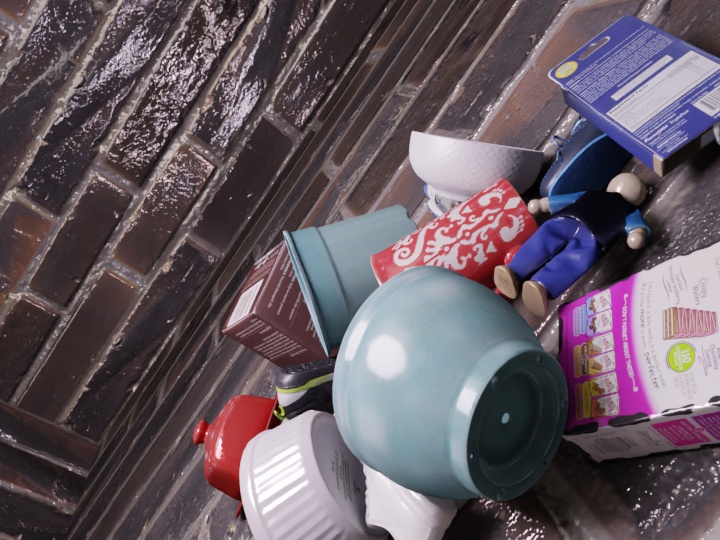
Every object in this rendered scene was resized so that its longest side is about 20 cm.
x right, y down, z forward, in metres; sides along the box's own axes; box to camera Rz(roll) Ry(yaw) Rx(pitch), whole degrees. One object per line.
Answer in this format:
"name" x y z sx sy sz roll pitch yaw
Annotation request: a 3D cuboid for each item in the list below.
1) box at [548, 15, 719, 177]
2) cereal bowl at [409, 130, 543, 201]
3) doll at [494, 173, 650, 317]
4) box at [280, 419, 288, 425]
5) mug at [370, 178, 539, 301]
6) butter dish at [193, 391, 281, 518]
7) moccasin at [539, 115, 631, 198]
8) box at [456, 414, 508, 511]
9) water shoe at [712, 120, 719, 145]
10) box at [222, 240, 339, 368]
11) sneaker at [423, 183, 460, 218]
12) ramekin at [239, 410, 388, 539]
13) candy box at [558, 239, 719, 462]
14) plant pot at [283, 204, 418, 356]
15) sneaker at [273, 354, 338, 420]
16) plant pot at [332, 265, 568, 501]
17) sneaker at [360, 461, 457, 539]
"box" 0.312 -0.201 0.576 0.120 0.032 0.202 -35 48 9
"cereal bowl" 0.163 -0.147 0.768 0.200 0.194 0.086 -129 44 -67
"doll" 0.229 -0.043 0.555 0.198 0.049 0.136 -37 40 -14
"box" -0.084 0.271 0.843 0.204 0.077 0.094 -62 23 -11
"mug" 0.136 0.003 0.667 0.197 0.133 0.180 -34 65 10
"butter dish" -0.236 0.317 0.965 0.202 0.144 0.203 116 172 -51
"moccasin" 0.290 -0.158 0.642 0.200 0.081 0.068 -44 37 -1
"box" 0.102 0.185 0.616 0.202 0.041 0.156 -54 23 11
"water shoe" 0.384 -0.174 0.447 0.203 0.078 0.071 -57 22 -1
"box" -0.135 0.083 1.042 0.165 0.198 0.167 -27 35 49
"sneaker" 0.158 -0.123 0.869 0.085 0.077 0.202 -43 26 20
"ramekin" -0.044 0.266 0.627 0.093 0.203 0.204 -36 26 10
"candy box" 0.258 0.063 0.419 0.199 0.060 0.139 -35 31 47
"plant pot" 0.000 0.000 0.827 0.191 0.205 0.200 -22 21 -8
"sneaker" -0.039 0.177 0.784 0.071 0.195 0.086 2 96 63
"plant pot" 0.090 0.109 0.454 0.133 0.199 0.204 18 75 57
"sneaker" 0.025 0.234 0.578 0.091 0.074 0.200 -67 24 6
